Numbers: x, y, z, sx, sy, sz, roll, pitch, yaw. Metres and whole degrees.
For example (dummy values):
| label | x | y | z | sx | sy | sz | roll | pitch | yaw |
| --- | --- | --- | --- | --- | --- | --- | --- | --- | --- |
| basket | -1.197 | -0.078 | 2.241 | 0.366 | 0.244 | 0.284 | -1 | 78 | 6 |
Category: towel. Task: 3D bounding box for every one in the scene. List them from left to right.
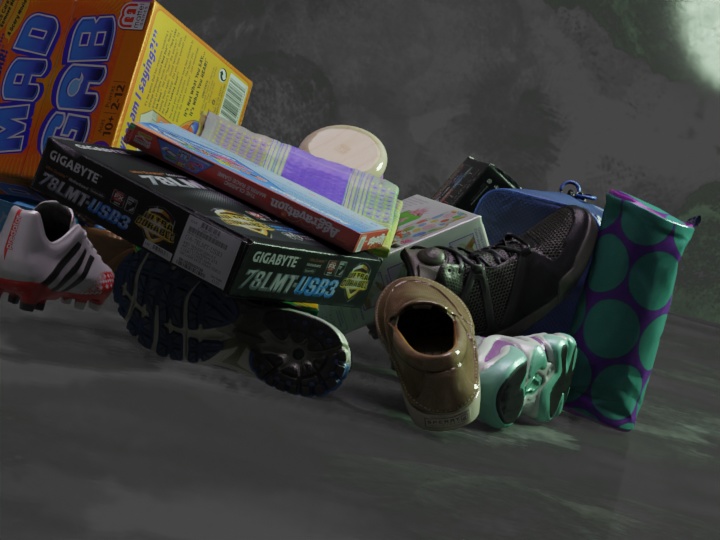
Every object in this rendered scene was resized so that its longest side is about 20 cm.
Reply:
| label | x | y | z | sx | sy | sz | roll | pitch | yaw |
| --- | --- | --- | --- | --- | --- | --- | --- | --- | --- |
| towel | -0.060 | -0.075 | 1.648 | 0.200 | 0.023 | 0.144 | 22 | 26 | -2 |

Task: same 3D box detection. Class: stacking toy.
| label | x | y | z | sx | sy | sz | roll | pitch | yaw |
| --- | --- | --- | --- | --- | --- | --- | --- | --- | --- |
| stacking toy | -0.019 | -0.040 | 1.819 | 0.085 | 0.200 | 0.085 | 1 | 44 | -1 |

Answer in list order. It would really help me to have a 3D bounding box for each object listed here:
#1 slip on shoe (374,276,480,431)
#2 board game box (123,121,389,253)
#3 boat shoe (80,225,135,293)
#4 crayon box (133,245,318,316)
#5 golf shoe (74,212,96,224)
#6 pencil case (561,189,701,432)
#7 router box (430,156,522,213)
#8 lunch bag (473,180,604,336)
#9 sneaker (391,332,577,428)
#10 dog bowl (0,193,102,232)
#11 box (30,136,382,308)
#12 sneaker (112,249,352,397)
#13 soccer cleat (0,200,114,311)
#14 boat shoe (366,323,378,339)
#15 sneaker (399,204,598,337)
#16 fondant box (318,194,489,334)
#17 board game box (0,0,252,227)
| label | x | y | z | sx | sy | sz | roll | pitch | yaw |
| --- | --- | --- | --- | --- | --- | --- | --- | --- | --- |
| slip on shoe | 0.050 | 0.046 | 1.438 | 0.076 | 0.061 | 0.200 | -9 | 28 | 1 |
| board game box | -0.079 | -0.066 | 1.472 | 0.200 | 0.019 | 0.103 | 26 | 7 | 10 |
| boat shoe | -0.189 | -0.006 | 1.691 | 0.200 | 0.071 | 0.069 | 14 | 6 | 14 |
| crayon box | -0.119 | -0.009 | 1.569 | 0.119 | 0.058 | 0.200 | 10 | 29 | -24 |
| golf shoe | -0.169 | -0.076 | 1.714 | 0.200 | 0.073 | 0.092 | 4 | 6 | -5 |
| pencil case | 0.227 | 0.036 | 1.647 | 0.085 | 0.200 | 0.092 | 17 | 5 | 4 |
| router box | 0.079 | -0.021 | 1.921 | 0.062 | 0.200 | 0.150 | 41 | 2 | -9 |
| lunch bag | 0.174 | 0.011 | 1.787 | 0.136 | 0.200 | 0.132 | 18 | 4 | 24 |
| sneaker | 0.091 | 0.073 | 1.551 | 0.140 | 0.078 | 0.200 | 17 | 5 | 24 |
| dog bowl | -0.272 | -0.029 | 1.860 | 0.200 | 0.050 | 0.111 | 14 | 4 | 0 |
| box | -0.113 | -0.036 | 1.429 | 0.198 | 0.050 | 0.200 | 30 | 11 | 28 |
| sneaker | -0.095 | 0.044 | 1.427 | 0.200 | 0.077 | 0.085 | 25 | 3 | 15 |
| soccer cleat | -0.243 | -0.014 | 1.525 | 0.069 | 0.085 | 0.200 | 15 | 5 | 14 |
| boat shoe | 0.051 | 0.041 | 1.750 | 0.074 | 0.073 | 0.200 | -23 | 13 | -13 |
| sneaker | 0.111 | -0.002 | 1.614 | 0.114 | 0.199 | 0.076 | 50 | -2 | -29 |
| fondant box | 0.000 | 0.000 | 1.692 | 0.200 | 0.058 | 0.144 | -23 | 18 | -16 |
| board game box | -0.267 | -0.151 | 1.962 | 0.200 | 0.200 | 0.200 | 7 | -16 | 30 |
